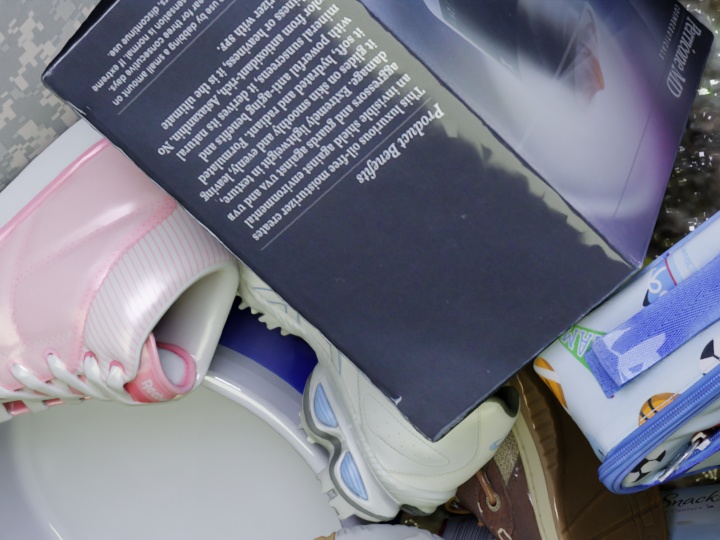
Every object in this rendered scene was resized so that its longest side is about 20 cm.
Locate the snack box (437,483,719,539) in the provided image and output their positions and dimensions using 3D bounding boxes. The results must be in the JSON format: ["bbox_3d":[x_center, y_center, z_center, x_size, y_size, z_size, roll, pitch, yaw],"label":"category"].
[{"bbox_3d":[0.143,0.170,1.228,0.199,0.053,0.143,-9,117,22],"label":"snack box"}]

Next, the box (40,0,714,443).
[{"bbox_3d":[0.017,-0.081,1.037,0.198,0.200,0.123,43,121,-11],"label":"box"}]

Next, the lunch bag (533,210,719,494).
[{"bbox_3d":[0.163,0.009,0.993,0.200,0.160,0.076,-42,70,31],"label":"lunch bag"}]

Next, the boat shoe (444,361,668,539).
[{"bbox_3d":[0.068,0.078,1.170,0.072,0.072,0.201,-23,90,44],"label":"boat shoe"}]

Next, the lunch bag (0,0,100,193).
[{"bbox_3d":[-0.184,-0.104,1.103,0.199,0.118,0.164,-34,137,1],"label":"lunch bag"}]

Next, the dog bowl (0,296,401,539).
[{"bbox_3d":[-0.083,0.104,1.234,0.199,0.079,0.201,7,120,13],"label":"dog bowl"}]

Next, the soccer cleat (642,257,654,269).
[{"bbox_3d":[0.162,0.027,1.130,0.199,0.065,0.084,24,136,-5],"label":"soccer cleat"}]

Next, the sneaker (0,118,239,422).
[{"bbox_3d":[-0.132,0.035,1.116,0.200,0.075,0.105,-44,68,10],"label":"sneaker"}]

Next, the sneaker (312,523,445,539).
[{"bbox_3d":[0.035,0.187,1.157,0.075,0.088,0.200,-21,131,17],"label":"sneaker"}]

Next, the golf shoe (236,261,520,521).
[{"bbox_3d":[0.000,0.000,1.135,0.097,0.078,0.201,-36,79,34],"label":"golf shoe"}]
